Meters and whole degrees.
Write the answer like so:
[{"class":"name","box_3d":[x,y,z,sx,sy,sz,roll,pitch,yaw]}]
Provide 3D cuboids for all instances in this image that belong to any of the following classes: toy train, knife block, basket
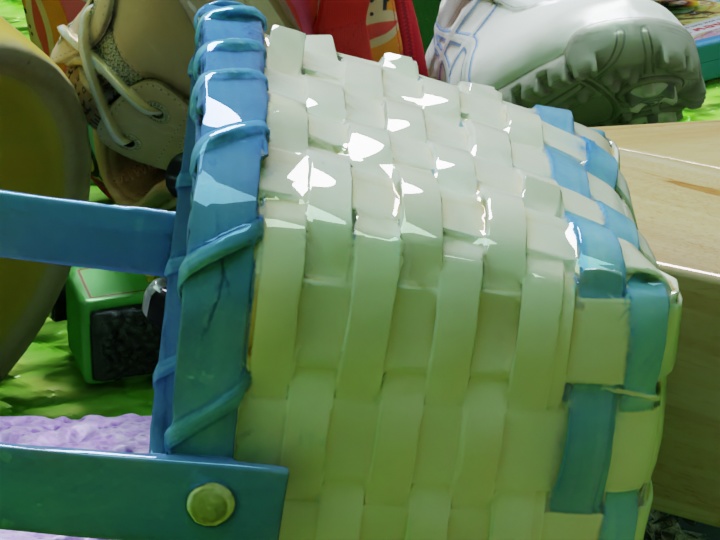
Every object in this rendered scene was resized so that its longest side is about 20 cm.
[{"class":"toy train","box_3d":[0.000,0.000,0.925,0.200,0.042,0.056,-9,29,-14]},{"class":"knife block","box_3d":[0.028,0.009,0.745,0.175,0.064,0.200,-5,19,0]},{"class":"basket","box_3d":[-0.040,0.019,0.617,0.200,0.139,0.176,10,18,-3]}]

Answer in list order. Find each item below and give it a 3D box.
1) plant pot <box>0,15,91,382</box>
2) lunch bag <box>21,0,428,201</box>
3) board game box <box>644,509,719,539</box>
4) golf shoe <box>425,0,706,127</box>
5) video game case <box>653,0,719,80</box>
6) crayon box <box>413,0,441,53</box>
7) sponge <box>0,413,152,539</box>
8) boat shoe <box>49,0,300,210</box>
[{"class":"plant pot","box_3d":[-0.190,-0.041,0.874,0.189,0.201,0.201,28,33,29]},{"class":"lunch bag","box_3d":[-0.051,-0.124,1.016,0.082,0.200,0.176,-17,8,-33]},{"class":"board game box","box_3d":[0.123,0.045,0.771,0.135,0.035,0.200,-19,24,-38]},{"class":"golf shoe","box_3d":[0.056,-0.084,0.983,0.078,0.097,0.200,-4,-2,-13]},{"class":"video game case","box_3d":[0.113,-0.115,1.273,0.143,0.018,0.200,-15,21,-31]},{"class":"crayon box","box_3d":[0.025,-0.129,1.237,0.200,0.052,0.126,8,33,39]},{"class":"sponge","box_3d":[-0.063,0.080,0.712,0.111,0.030,0.200,-2,19,5]},{"class":"boat shoe","box_3d":[-0.054,-0.058,0.868,0.065,0.072,0.200,-24,-10,-7]}]
